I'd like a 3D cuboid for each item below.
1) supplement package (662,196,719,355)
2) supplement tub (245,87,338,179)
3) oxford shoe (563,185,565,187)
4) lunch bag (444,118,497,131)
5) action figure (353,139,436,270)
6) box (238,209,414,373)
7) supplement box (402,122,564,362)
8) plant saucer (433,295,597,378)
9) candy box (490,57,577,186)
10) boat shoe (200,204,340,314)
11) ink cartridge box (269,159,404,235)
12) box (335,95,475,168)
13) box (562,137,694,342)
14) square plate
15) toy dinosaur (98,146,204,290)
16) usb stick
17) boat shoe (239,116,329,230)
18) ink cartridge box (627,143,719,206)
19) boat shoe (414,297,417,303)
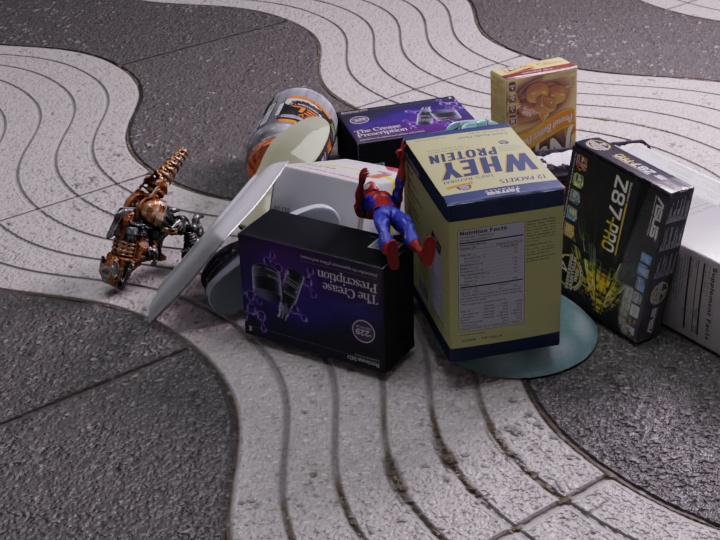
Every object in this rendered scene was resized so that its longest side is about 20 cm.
[{"bbox_3d":[0.434,0.010,1.518,0.121,0.120,0.200,-20,33,-30],"label":"supplement package"},{"bbox_3d":[-0.106,-0.189,1.929,0.122,0.123,0.200,1,30,8],"label":"supplement tub"},{"bbox_3d":[0.228,-0.069,1.735,0.074,0.071,0.200,11,21,17],"label":"oxford shoe"},{"bbox_3d":[0.145,-0.100,1.682,0.121,0.171,0.200,17,25,-8],"label":"lunch bag"},{"bbox_3d":[0.033,-0.083,1.432,0.065,0.099,0.200,-4,21,-12],"label":"action figure"},{"bbox_3d":[-0.040,0.023,1.504,0.199,0.142,0.079,14,34,28],"label":"box"},{"bbox_3d":[0.138,-0.037,1.469,0.134,0.201,0.200,-9,29,-10],"label":"supplement box"},{"bbox_3d":[0.187,0.060,1.536,0.200,0.039,0.201,-2,28,1],"label":"plant saucer"},{"bbox_3d":[0.250,-0.196,1.825,0.115,0.201,0.055,-13,27,-18],"label":"candy box"},{"bbox_3d":[-0.122,-0.028,1.630,0.200,0.071,0.091,-35,26,-3],"label":"boat shoe"},{"bbox_3d":[-0.012,-0.098,1.735,0.145,0.084,0.200,14,13,25],"label":"ink cartridge box"},{"bbox_3d":[0.074,-0.205,1.990,0.199,0.079,0.141,-10,27,-12],"label":"box"},{"bbox_3d":[0.309,-0.039,1.525,0.049,0.201,0.161,-15,36,-34],"label":"box"},{"bbox_3d":[-0.186,-0.042,1.612,0.028,0.198,0.200,40,40,-6],"label":"square plate"},{"bbox_3d":[-0.276,-0.064,1.697,0.200,0.136,0.102,-49,56,3],"label":"toy dinosaur"},{"bbox_3d":[0.332,-0.156,1.818,0.199,0.033,0.056,-8,61,-21],"label":"usb stick"},{"bbox_3d":[-0.106,-0.129,1.792,0.073,0.063,0.202,24,71,26],"label":"boat shoe"},{"bbox_3d":[0.374,-0.065,1.690,0.161,0.050,0.200,33,71,35],"label":"ink cartridge box"},{"bbox_3d":[0.000,-0.001,1.636,0.201,0.065,0.074,13,32,27],"label":"boat shoe"}]
